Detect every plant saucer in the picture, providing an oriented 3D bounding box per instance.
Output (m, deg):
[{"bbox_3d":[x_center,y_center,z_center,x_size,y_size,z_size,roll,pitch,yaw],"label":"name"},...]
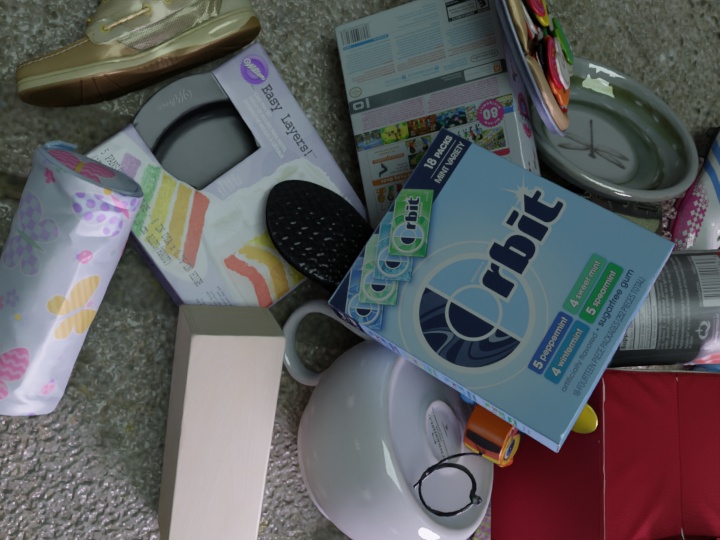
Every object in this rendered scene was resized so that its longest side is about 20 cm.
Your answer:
[{"bbox_3d":[0.231,-0.131,0.814,0.198,0.050,0.201,11,49,-13],"label":"plant saucer"}]

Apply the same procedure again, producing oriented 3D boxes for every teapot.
[{"bbox_3d":[0.012,0.151,0.718,0.197,0.145,0.202,39,45,-37],"label":"teapot"}]

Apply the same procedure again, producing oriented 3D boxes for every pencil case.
[{"bbox_3d":[-0.235,0.008,0.618,0.083,0.090,0.201,11,108,-58],"label":"pencil case"}]

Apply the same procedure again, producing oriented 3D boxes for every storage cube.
[{"bbox_3d":[0.231,0.180,0.755,0.169,0.200,0.182,4,84,-21],"label":"storage cube"}]

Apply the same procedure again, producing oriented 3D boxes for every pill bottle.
[{"bbox_3d":[0.270,0.038,0.806,0.198,0.111,0.112,-3,92,4],"label":"pill bottle"}]

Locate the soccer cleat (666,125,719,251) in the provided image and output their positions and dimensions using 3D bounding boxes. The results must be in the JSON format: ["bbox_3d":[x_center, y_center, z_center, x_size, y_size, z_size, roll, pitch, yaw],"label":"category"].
[{"bbox_3d":[0.386,-0.073,0.872,0.201,0.086,0.070,-63,143,-18],"label":"soccer cleat"}]

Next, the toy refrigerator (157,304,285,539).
[{"bbox_3d":[-0.117,0.132,0.675,0.075,0.070,0.202,2,108,-22],"label":"toy refrigerator"}]

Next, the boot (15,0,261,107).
[{"bbox_3d":[-0.197,-0.228,0.660,0.198,0.073,0.157,-23,93,-9],"label":"boot"}]

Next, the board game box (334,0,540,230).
[{"bbox_3d":[0.071,-0.130,0.724,0.146,0.064,0.202,-10,88,22],"label":"board game box"}]

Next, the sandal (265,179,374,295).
[{"bbox_3d":[0.000,0.000,0.698,0.199,0.045,0.075,35,67,-3],"label":"sandal"}]

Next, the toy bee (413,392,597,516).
[{"bbox_3d":[0.113,0.110,0.678,0.199,0.131,0.109,-37,149,-8],"label":"toy bee"}]

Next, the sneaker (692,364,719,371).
[{"bbox_3d":[0.448,0.147,0.924,0.199,0.079,0.132,23,84,-22],"label":"sneaker"}]

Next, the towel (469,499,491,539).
[{"bbox_3d":[0.195,0.195,0.853,0.143,0.023,0.202,22,84,-22],"label":"towel"}]

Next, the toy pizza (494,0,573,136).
[{"bbox_3d":[0.151,-0.214,0.711,0.031,0.200,0.202,-18,101,22],"label":"toy pizza"}]

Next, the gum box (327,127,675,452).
[{"bbox_3d":[0.104,0.009,0.626,0.199,0.045,0.171,30,80,19],"label":"gum box"}]

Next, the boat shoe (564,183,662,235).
[{"bbox_3d":[0.230,-0.063,0.840,0.199,0.073,0.065,15,81,-31],"label":"boat shoe"}]

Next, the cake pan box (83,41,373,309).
[{"bbox_3d":[-0.112,-0.068,0.709,0.184,0.052,0.201,-37,104,-19],"label":"cake pan box"}]
